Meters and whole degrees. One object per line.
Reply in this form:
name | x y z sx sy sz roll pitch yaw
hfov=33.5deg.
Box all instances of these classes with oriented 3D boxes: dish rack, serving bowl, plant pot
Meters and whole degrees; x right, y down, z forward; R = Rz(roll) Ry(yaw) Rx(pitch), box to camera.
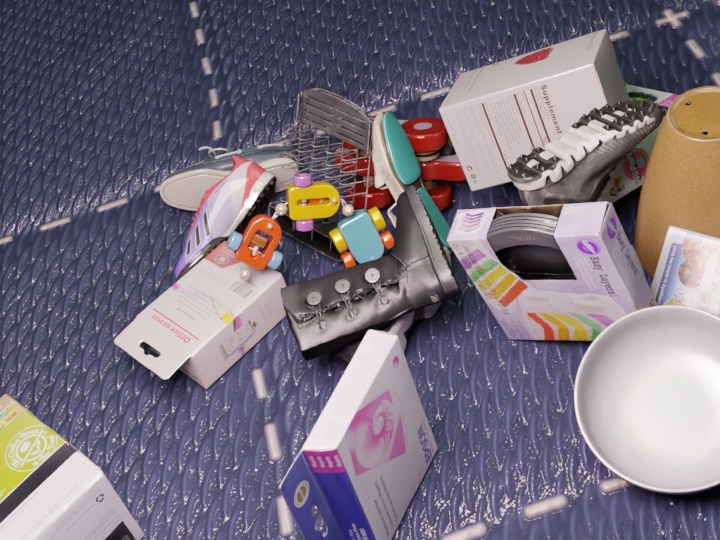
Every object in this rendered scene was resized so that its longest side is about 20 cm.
dish rack | -0.048 -0.130 1.557 0.153 0.202 0.054 27 33 37
serving bowl | 0.324 0.140 1.249 0.198 0.066 0.202 -5 65 11
plant pot | 0.404 -0.107 1.379 0.185 0.201 0.187 -9 45 9

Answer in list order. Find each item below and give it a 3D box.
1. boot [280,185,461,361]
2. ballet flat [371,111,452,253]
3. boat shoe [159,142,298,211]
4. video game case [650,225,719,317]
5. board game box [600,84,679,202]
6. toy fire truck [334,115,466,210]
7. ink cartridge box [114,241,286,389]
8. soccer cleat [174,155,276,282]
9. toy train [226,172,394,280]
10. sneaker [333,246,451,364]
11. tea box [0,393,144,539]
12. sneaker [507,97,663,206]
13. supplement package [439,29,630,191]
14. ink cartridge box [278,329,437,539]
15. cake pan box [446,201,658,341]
boot | 0.000 0.001 1.405 0.199 0.066 0.166 -25 50 7
ballet flat | 0.050 -0.099 1.504 0.062 0.201 0.067 -23 5 32
boat shoe | -0.185 -0.139 1.685 0.198 0.075 0.062 -15 47 2
video game case | 0.410 0.046 1.299 0.199 0.018 0.144 19 97 31
board game box | 0.316 -0.154 1.517 0.199 0.065 0.147 -32 25 -13
toy fire truck | 0.067 -0.164 1.617 0.198 0.113 0.168 5 31 20
ink cartridge box | -0.196 0.066 1.500 0.116 0.068 0.200 29 60 37
soccer cleat | -0.195 -0.066 1.603 0.073 0.068 0.200 34 71 9
toy train | -0.059 -0.039 1.483 0.151 0.199 0.056 -65 18 11
sneaker | 0.024 0.035 1.452 0.113 0.076 0.201 19 59 28
tea box | -0.385 0.281 1.311 0.196 0.134 0.200 26 60 36
sneaker | 0.260 -0.122 1.360 0.199 0.091 0.066 -30 35 -12
supplement package | 0.218 -0.196 1.469 0.199 0.120 0.121 -13 25 26
ink cartridge box | 0.006 0.199 1.219 0.043 0.197 0.201 10 51 27
cake pan box | 0.213 0.003 1.312 0.183 0.200 0.053 -2 51 32
